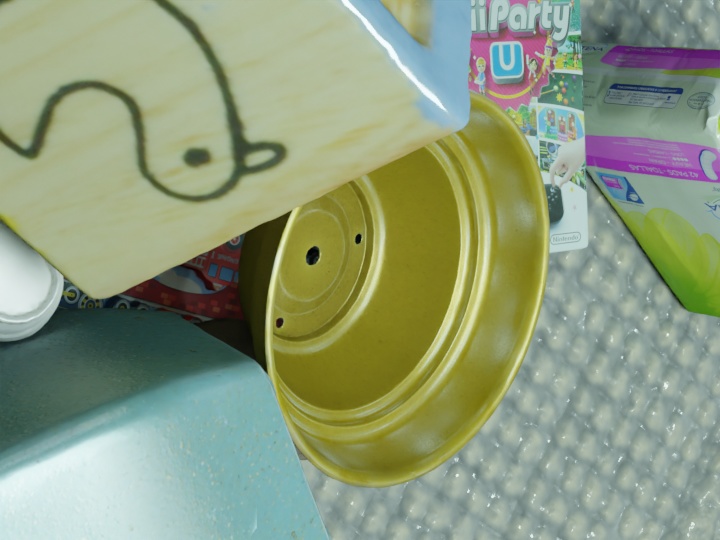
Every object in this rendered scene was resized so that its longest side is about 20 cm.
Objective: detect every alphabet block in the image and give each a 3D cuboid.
[{"bbox_3d":[-0.084,-0.141,0.915,0.195,0.199,0.197,46,33,-33],"label":"alphabet block"}]

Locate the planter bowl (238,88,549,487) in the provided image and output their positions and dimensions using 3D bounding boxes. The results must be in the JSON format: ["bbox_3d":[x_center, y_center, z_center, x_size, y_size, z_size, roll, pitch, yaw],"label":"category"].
[{"bbox_3d":[0.000,0.000,1.072,0.200,0.083,0.201,-18,116,-41],"label":"planter bowl"}]

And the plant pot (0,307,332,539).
[{"bbox_3d":[-0.130,0.122,0.987,0.199,0.196,0.197,-28,114,-21],"label":"plant pot"}]

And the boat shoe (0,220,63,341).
[{"bbox_3d":[-0.207,-0.039,0.939,0.200,0.069,0.071,38,65,-19],"label":"boat shoe"}]

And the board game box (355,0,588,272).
[{"bbox_3d":[0.052,-0.106,1.190,0.147,0.064,0.201,-8,97,-40],"label":"board game box"}]

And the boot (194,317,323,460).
[{"bbox_3d":[-0.083,0.119,1.129,0.146,0.070,0.201,11,102,-29],"label":"boot"}]

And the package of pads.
[{"bbox_3d":[0.220,-0.048,1.282,0.068,0.154,0.200,-53,124,-19],"label":"package of pads"}]

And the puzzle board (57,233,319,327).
[{"bbox_3d":[-0.088,-0.013,1.134,0.199,0.017,0.151,16,87,-39],"label":"puzzle board"}]
